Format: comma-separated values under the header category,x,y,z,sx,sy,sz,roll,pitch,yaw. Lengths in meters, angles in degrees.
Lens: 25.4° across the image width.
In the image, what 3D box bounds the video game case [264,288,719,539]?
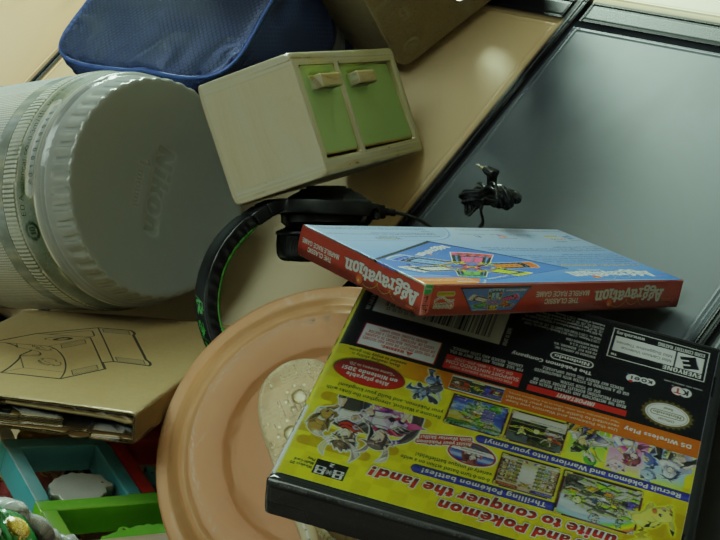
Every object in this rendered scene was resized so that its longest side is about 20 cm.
category,x,y,z,sx,sy,sz,roll,pitch,yaw
video game case,0.075,0.079,0.802,0.199,0.026,0.181,15,39,11

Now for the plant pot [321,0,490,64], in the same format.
category,x,y,z,sx,sy,sz,roll,pitch,yaw
plant pot,0.015,-0.272,1.171,0.200,0.200,0.177,-37,50,-3

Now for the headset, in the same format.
category,x,y,z,sx,sy,sz,roll,pitch,yaw
headset,0.000,0.000,0.952,0.200,0.124,0.094,-30,12,-19

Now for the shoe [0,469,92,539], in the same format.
category,x,y,z,sx,sy,sz,roll,pitch,yaw
shoe,-0.194,0.149,0.955,0.091,0.072,0.200,-40,20,-7

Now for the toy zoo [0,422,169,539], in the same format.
category,x,y,z,sx,sy,sz,roll,pitch,yaw
toy zoo,-0.154,0.110,0.956,0.200,0.131,0.021,46,126,47

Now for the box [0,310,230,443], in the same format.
category,x,y,z,sx,sy,sz,roll,pitch,yaw
box,-0.174,0.059,0.970,0.163,0.021,0.200,5,13,14

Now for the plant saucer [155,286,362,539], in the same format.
category,x,y,z,sx,sy,sz,roll,pitch,yaw
plant saucer,-0.015,0.101,0.869,0.200,0.032,0.201,-3,68,8

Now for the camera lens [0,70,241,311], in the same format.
category,x,y,z,sx,sy,sz,roll,pitch,yaw
camera lens,-0.198,-0.053,1.098,0.200,0.160,0.160,0,50,46

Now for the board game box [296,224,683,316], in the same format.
category,x,y,z,sx,sy,sz,roll,pitch,yaw
board game box,0.074,-0.001,0.874,0.103,0.200,0.020,25,109,47

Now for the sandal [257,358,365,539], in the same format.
category,x,y,z,sx,sy,sz,roll,pitch,yaw
sandal,0.001,0.130,0.797,0.077,0.070,0.212,-30,66,-1

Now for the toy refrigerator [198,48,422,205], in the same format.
category,x,y,z,sx,sy,sz,roll,pitch,yaw
toy refrigerator,-0.023,-0.096,1.015,0.070,0.076,0.200,-17,2,21

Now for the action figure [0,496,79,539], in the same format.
category,x,y,z,sx,sy,sz,roll,pitch,yaw
action figure,-0.140,0.167,0.757,0.055,0.200,0.118,-15,44,20

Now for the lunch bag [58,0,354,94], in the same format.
category,x,y,z,sx,sy,sz,roll,pitch,yaw
lunch bag,-0.113,-0.154,1.177,0.200,0.132,0.136,14,63,36
